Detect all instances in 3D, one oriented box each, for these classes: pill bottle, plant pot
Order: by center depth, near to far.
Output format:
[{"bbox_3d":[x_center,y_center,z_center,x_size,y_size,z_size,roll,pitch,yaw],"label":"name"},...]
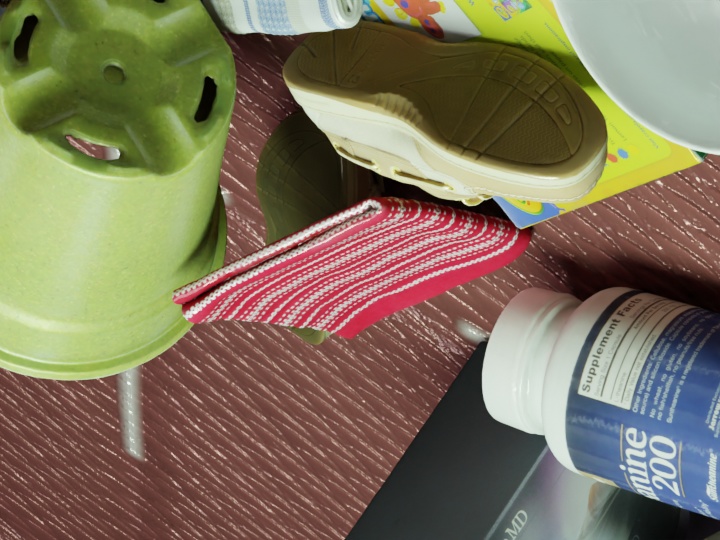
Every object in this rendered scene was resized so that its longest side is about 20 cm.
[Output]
[{"bbox_3d":[-0.149,-0.069,1.602,0.200,0.201,0.184,35,150,2],"label":"plant pot"},{"bbox_3d":[0.173,0.073,1.671,0.199,0.111,0.111,16,147,32],"label":"pill bottle"}]

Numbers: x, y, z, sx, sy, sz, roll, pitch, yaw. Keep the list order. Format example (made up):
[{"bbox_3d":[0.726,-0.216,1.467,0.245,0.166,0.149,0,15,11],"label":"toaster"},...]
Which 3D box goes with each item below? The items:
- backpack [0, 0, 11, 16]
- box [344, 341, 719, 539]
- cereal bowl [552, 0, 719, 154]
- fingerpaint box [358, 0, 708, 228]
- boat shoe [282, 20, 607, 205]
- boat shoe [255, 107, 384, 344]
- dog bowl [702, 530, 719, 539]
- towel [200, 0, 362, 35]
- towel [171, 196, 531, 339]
[{"bbox_3d":[-0.259,-0.213,1.661,0.153,0.201,0.191,-12,131,38],"label":"backpack"},{"bbox_3d":[0.113,0.183,1.812,0.123,0.200,0.199,1,137,48],"label":"box"},{"bbox_3d":[0.177,-0.157,1.306,0.199,0.083,0.201,19,118,41],"label":"cereal bowl"},{"bbox_3d":[0.079,-0.131,1.503,0.200,0.073,0.167,46,150,-14],"label":"fingerpaint box"},{"bbox_3d":[0.050,-0.070,1.478,0.199,0.074,0.069,24,152,41],"label":"boat shoe"},{"bbox_3d":[-0.017,-0.036,1.789,0.073,0.063,0.201,37,148,25],"label":"boat shoe"},{"bbox_3d":[0.224,0.202,1.690,0.200,0.200,0.079,-23,94,59],"label":"dog bowl"},{"bbox_3d":[-0.062,-0.194,1.517,0.200,0.024,0.148,7,114,63],"label":"towel"},{"bbox_3d":[0.000,0.000,1.665,0.144,0.200,0.023,-26,75,23],"label":"towel"}]
